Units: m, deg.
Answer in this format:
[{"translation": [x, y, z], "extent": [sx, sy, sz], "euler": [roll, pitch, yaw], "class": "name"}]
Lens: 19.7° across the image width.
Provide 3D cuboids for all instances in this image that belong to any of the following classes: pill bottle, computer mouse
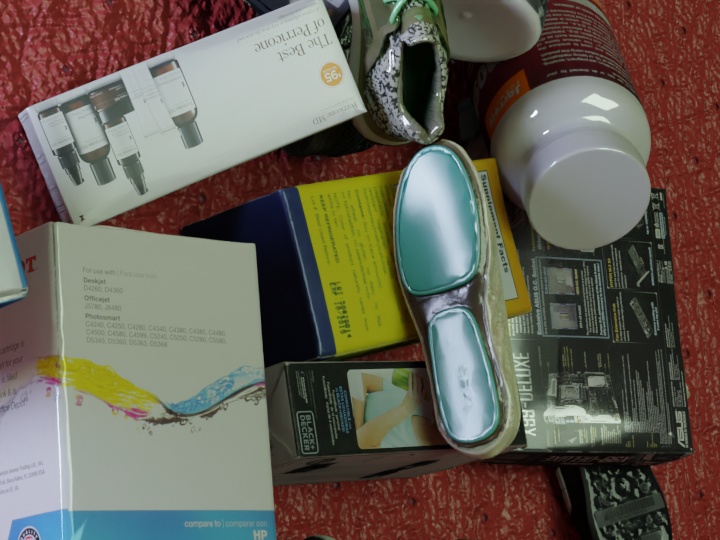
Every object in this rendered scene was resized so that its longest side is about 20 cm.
[{"translation": [0.138, -0.111, 1.441], "extent": [0.113, 0.113, 0.201], "euler": [33, 27, -31], "class": "pill bottle"}, {"translation": [0.195, 0.125, 1.541], "extent": [0.140, 0.046, 0.202], "euler": [-18, 85, -32], "class": "computer mouse"}, {"translation": [0.088, -0.253, 1.419], "extent": [0.106, 0.106, 0.202], "euler": [29, 60, -33], "class": "pill bottle"}]

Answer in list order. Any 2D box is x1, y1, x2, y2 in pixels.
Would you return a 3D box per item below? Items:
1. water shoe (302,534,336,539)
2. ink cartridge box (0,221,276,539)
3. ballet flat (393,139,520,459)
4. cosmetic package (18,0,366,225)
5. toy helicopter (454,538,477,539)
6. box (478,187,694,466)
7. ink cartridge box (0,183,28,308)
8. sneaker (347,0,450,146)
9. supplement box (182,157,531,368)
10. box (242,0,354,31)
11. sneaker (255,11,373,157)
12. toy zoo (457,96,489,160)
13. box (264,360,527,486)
[{"translation": [-0.076, 0.223, 1.257], "extent": [0.079, 0.071, 0.201], "euler": [49, 50, -18], "class": "water shoe"}, {"translation": [-0.150, 0.089, 1.176], "extent": [0.145, 0.146, 0.202], "euler": [6, 75, -40], "class": "ink cartridge box"}, {"translation": [0.062, 0.020, 1.306], "extent": [0.062, 0.067, 0.202], "euler": [18, 63, -67], "class": "ballet flat"}, {"translation": [-0.103, -0.097, 1.279], "extent": [0.199, 0.051, 0.083], "euler": [-24, 96, -15], "class": "cosmetic package"}, {"translation": [0.040, 0.266, 1.352], "extent": [0.132, 0.079, 0.201], "euler": [43, 65, -33], "class": "toy helicopter"}, {"translation": [0.154, 0.038, 1.487], "extent": [0.156, 0.050, 0.202], "euler": [2, 75, -27], "class": "box"}, {"translation": [-0.268, -0.031, 1.066], "extent": [0.085, 0.199, 0.148], "euler": [-13, 86, -42], "class": "ink cartridge box"}, {"translation": [0.030, -0.168, 1.293], "extent": [0.076, 0.089, 0.202], "euler": [-16, 111, -18], "class": "sneaker"}, {"translation": [0.000, 0.000, 1.363], "extent": [0.199, 0.109, 0.110], "euler": [-10, 85, -43], "class": "supplement box"}, {"translation": [-0.032, -0.267, 1.349], "extent": [0.161, 0.049, 0.201], "euler": [38, 89, -2], "class": "box"}, {"translation": [-0.012, -0.177, 1.429], "extent": [0.114, 0.076, 0.202], "euler": [-1, 82, -44], "class": "sneaker"}, {"translation": [0.144, -0.063, 1.572], "extent": [0.200, 0.020, 0.132], "euler": [45, 53, -24], "class": "toy zoo"}, {"translation": [-0.003, 0.099, 1.330], "extent": [0.199, 0.116, 0.061], "euler": [2, 74, -40], "class": "box"}]
